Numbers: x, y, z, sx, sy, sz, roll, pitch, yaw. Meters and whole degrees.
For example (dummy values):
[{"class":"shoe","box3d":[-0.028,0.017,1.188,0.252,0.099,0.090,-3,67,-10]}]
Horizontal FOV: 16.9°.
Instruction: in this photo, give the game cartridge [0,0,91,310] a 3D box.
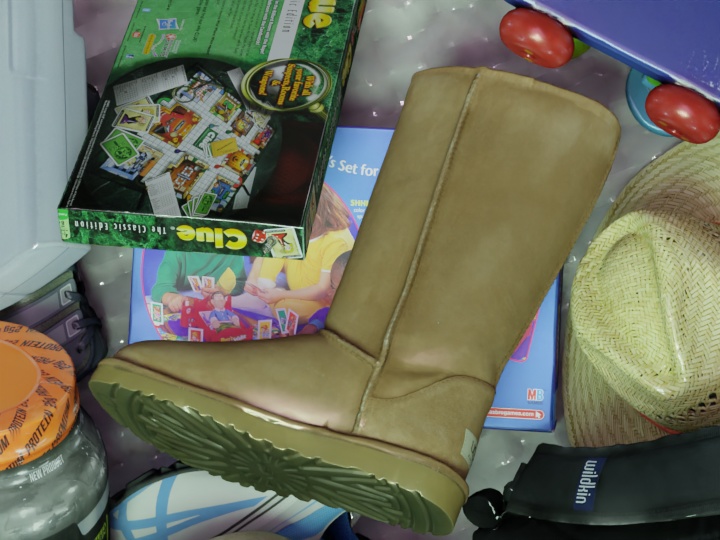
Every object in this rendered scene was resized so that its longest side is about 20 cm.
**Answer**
[{"class":"game cartridge","box3d":[-0.201,-0.039,1.092,0.199,0.041,0.134,-14,78,38]}]

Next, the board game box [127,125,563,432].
[{"class":"board game box","box3d":[-0.005,0.001,1.120,0.198,0.045,0.136,3,91,7]}]

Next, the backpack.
[{"class":"backpack","box3d":[0.150,0.139,0.951,0.199,0.126,0.168,-24,56,24]}]

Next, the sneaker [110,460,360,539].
[{"class":"sneaker","box3d":[-0.046,0.109,1.090,0.199,0.072,0.073,-21,89,31]}]

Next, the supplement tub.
[{"class":"supplement tub","box3d":[-0.170,0.131,1.069,0.121,0.123,0.201,6,119,7]}]

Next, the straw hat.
[{"class":"straw hat","box3d":[0.135,0.021,1.034,0.200,0.085,0.203,-16,65,38]}]

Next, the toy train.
[{"class":"toy train","box3d":[0.087,-0.125,1.068,0.199,0.116,0.085,27,84,3]}]

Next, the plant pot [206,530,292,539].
[{"class":"plant pot","box3d":[-0.047,0.190,1.016,0.199,0.200,0.135,-29,66,6]}]

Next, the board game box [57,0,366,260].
[{"class":"board game box","box3d":[-0.060,-0.076,1.062,0.104,0.201,0.024,3,129,8]}]

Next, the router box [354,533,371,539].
[{"class":"router box","box3d":[0.050,0.236,1.113,0.199,0.052,0.158,25,93,6]}]

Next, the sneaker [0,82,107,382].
[{"class":"sneaker","box3d":[-0.151,0.010,1.133,0.080,0.074,0.201,18,99,-3]}]

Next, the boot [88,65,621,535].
[{"class":"boot","box3d":[0.000,0.000,1.034,0.174,0.066,0.201,18,64,9]}]
